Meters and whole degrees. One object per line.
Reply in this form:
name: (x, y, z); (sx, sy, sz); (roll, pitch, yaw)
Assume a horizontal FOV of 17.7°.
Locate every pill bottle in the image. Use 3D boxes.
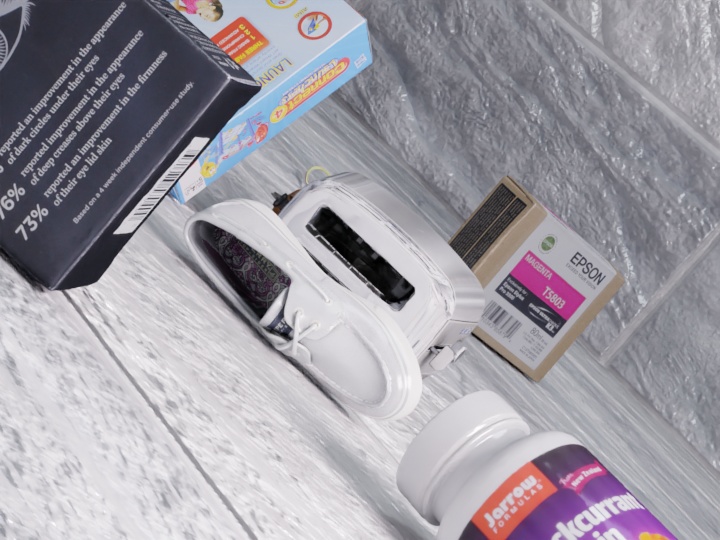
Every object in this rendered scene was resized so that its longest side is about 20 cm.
pill bottle: (0.113, 0.163, 1.321); (0.200, 0.112, 0.111); (45, 6, 29)

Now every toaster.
toaster: (0.000, 0.000, 1.775); (0.200, 0.114, 0.129); (44, 8, 6)

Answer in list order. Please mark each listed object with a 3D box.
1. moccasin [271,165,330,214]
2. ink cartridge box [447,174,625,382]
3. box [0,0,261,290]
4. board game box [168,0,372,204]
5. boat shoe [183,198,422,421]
moccasin: (-0.036, -0.039, 1.984); (0.074, 0.078, 0.201); (41, 6, -7)
ink cartridge box: (0.188, 0.012, 2.684); (0.200, 0.165, 0.075); (36, 7, -40)
box: (-0.176, -0.109, 1.212); (0.200, 0.148, 0.104); (43, 6, 3)
board game box: (-0.127, -0.182, 1.823); (0.196, 0.199, 0.056); (45, -17, 27)
boat shoe: (-0.042, 0.026, 1.553); (0.200, 0.072, 0.068); (51, 30, 17)
